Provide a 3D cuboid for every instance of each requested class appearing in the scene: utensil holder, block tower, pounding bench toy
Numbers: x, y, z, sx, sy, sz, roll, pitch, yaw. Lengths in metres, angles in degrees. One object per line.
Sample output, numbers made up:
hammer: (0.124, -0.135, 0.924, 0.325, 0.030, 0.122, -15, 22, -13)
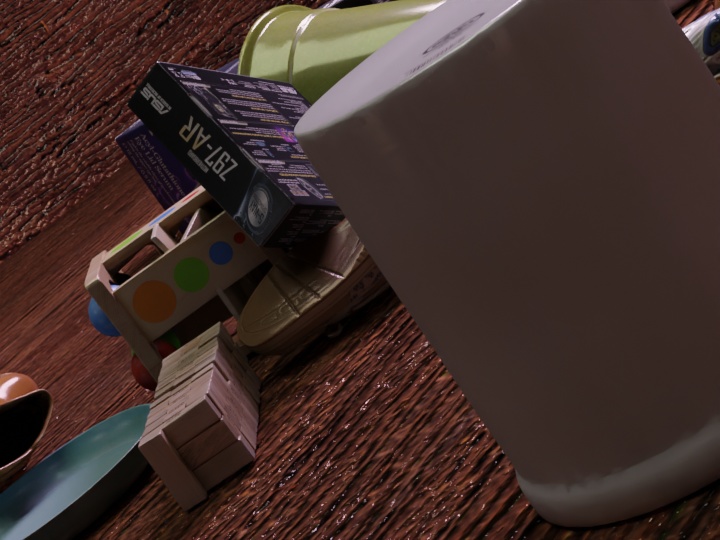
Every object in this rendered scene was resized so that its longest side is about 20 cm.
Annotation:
utensil holder: (0.091, -0.022, 0.778, 0.170, 0.200, 0.170, -34, 11, 7)
block tower: (-0.105, 0.093, 1.238, 0.058, 0.054, 0.200, -34, 12, 8)
pounding bench toy: (-0.133, 0.008, 1.487, 0.156, 0.124, 0.200, -35, 11, 2)

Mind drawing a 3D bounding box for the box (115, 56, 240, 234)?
box: (-0.170, -0.147, 2.159, 0.104, 0.148, 0.200, -43, 13, -35)

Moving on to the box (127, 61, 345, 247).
box: (-0.064, -0.086, 1.408, 0.044, 0.160, 0.200, -51, -20, 19)

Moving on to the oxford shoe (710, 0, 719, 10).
oxford shoe: (0.331, -0.209, 1.232, 0.200, 0.071, 0.071, -29, 42, 24)

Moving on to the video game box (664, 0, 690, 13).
video game box: (0.207, -0.225, 1.658, 0.182, 0.047, 0.200, -33, 12, 4)

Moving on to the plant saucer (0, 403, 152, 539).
plant saucer: (-0.223, 0.169, 1.343, 0.200, 0.027, 0.200, -34, 12, 8)

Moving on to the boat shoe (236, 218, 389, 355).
boat shoe: (0.000, 0.000, 1.333, 0.200, 0.063, 0.073, -39, 38, -5)

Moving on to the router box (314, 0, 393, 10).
router box: (-0.010, -0.213, 1.966, 0.200, 0.149, 0.051, -24, 17, 43)

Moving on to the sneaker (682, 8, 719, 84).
sneaker: (0.204, -0.115, 1.191, 0.200, 0.075, 0.088, -26, 2, 11)

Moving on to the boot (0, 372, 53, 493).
boot: (-0.292, 0.128, 1.491, 0.155, 0.077, 0.200, -47, 6, 43)

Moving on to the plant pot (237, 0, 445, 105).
plant pot: (0.030, -0.155, 1.562, 0.190, 0.200, 0.200, -15, 22, 37)
